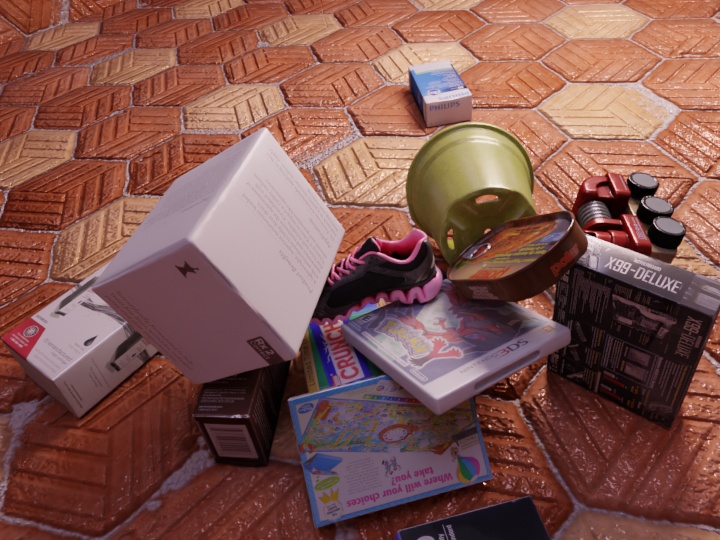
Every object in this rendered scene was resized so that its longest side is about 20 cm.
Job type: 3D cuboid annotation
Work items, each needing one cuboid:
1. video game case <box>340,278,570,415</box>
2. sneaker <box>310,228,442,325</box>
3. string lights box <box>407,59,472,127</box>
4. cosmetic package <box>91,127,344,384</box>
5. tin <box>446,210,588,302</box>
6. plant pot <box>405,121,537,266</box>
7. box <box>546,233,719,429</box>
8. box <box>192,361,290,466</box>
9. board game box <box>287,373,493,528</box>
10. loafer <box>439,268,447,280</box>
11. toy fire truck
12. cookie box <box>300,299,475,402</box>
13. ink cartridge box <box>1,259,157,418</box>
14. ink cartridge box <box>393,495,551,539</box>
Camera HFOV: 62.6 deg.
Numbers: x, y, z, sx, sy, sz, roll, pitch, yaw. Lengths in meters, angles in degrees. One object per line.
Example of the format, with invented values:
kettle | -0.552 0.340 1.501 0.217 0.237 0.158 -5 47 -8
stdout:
video game case | 0.100 0.071 0.672 0.180 0.023 0.199 -21 26 -23
sneaker | 0.000 0.000 0.713 0.197 0.096 0.080 -14 43 -4
string lights box | 0.175 -0.401 1.325 0.101 0.060 0.201 -10 41 -1
cosmetic package | -0.145 -0.014 0.659 0.163 0.165 0.201 -19 34 33
tin | 0.169 -0.013 0.662 0.112 0.042 0.200 -38 10 -13
plant pot | 0.166 -0.085 0.836 0.197 0.203 0.185 -5 28 4
box | 0.296 0.070 0.664 0.157 0.202 0.050 25 54 33
box | -0.139 0.128 0.747 0.074 0.101 0.201 0 41 9
board game box | 0.031 0.182 0.646 0.197 0.034 0.136 -13 84 -6
loafer | 0.032 0.034 0.863 0.197 0.073 0.063 -11 21 -13
toy fire truck | 0.340 -0.057 0.881 0.197 0.130 0.177 5 41 0
cookie box | 0.026 0.113 0.755 0.197 0.076 0.172 -13 41 -6
ink cartridge box | -0.372 0.086 0.847 0.145 0.084 0.200 21 50 31
ink cartridge box | 0.102 0.323 0.531 0.197 0.044 0.199 -14 42 -5
